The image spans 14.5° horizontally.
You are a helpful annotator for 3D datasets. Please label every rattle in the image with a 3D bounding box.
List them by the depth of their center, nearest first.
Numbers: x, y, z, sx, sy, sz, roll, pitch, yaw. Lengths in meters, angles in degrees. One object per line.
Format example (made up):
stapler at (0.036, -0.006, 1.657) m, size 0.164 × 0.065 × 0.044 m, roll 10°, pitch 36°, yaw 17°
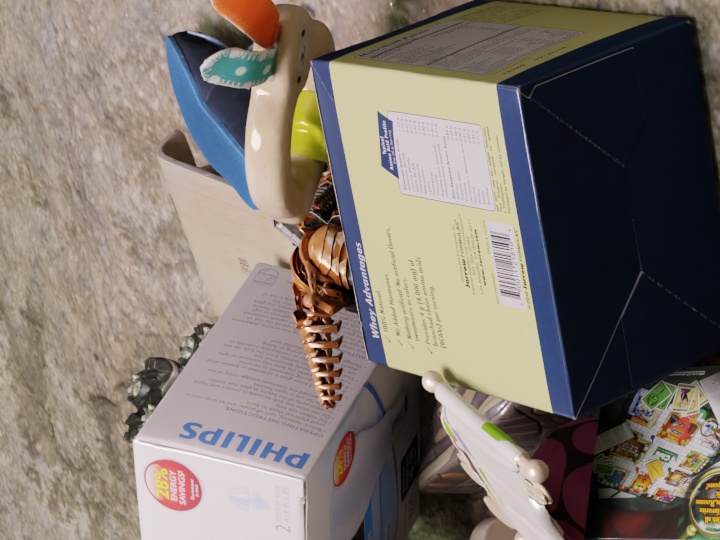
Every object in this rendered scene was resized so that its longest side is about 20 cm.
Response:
rattle at (-0.010, -0.102, 1.712) m, size 0.142 × 0.130 × 0.200 m, roll 26°, pitch 153°, yaw 19°

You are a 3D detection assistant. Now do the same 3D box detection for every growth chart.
growth chart at (0.096, 0.139, 1.681) m, size 0.145 × 0.018 × 0.200 m, roll 42°, pitch 168°, yaw 44°

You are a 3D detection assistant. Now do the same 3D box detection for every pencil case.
pencil case at (0.190, 0.156, 1.687) m, size 0.200 × 0.091 × 0.094 m, roll 25°, pitch 165°, yaw 50°

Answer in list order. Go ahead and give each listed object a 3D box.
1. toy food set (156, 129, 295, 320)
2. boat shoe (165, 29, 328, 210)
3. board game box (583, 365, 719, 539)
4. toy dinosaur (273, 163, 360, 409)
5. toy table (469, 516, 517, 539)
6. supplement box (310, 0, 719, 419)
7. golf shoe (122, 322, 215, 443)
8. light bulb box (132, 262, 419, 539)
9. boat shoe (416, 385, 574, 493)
toy food set at (-0.059, -0.017, 1.993) m, size 0.200 × 0.060 × 0.144 m, roll 22°, pitch 138°, yaw 51°
boat shoe at (-0.076, -0.103, 1.942) m, size 0.200 × 0.068 × 0.084 m, roll -124°, pitch 19°, yaw -44°
board game box at (0.212, 0.105, 1.595) m, size 0.199 × 0.023 × 0.106 m, roll -4°, pitch 70°, yaw 47°
toy dinosaur at (0.000, 0.000, 1.819) m, size 0.102 × 0.135 × 0.201 m, roll 149°, pitch 140°, yaw -73°
toy table at (0.086, 0.269, 1.876) m, size 0.200 × 0.117 × 0.185 m, roll 4°, pitch 112°, yaw 56°
supplement box at (0.095, -0.042, 1.658) m, size 0.199 × 0.134 × 0.201 m, roll 14°, pitch 120°, yaw 53°
golf shoe at (-0.102, 0.089, 2.088) m, size 0.200 × 0.088 × 0.078 m, roll -21°, pitch 58°, yaw 61°
light bulb box at (-0.051, 0.139, 1.885) m, size 0.124 × 0.200 × 0.199 m, roll 12°, pitch 129°, yaw 18°
boat shoe at (0.087, 0.091, 1.828) m, size 0.200 × 0.074 × 0.074 m, roll 132°, pitch 138°, yaw -60°
